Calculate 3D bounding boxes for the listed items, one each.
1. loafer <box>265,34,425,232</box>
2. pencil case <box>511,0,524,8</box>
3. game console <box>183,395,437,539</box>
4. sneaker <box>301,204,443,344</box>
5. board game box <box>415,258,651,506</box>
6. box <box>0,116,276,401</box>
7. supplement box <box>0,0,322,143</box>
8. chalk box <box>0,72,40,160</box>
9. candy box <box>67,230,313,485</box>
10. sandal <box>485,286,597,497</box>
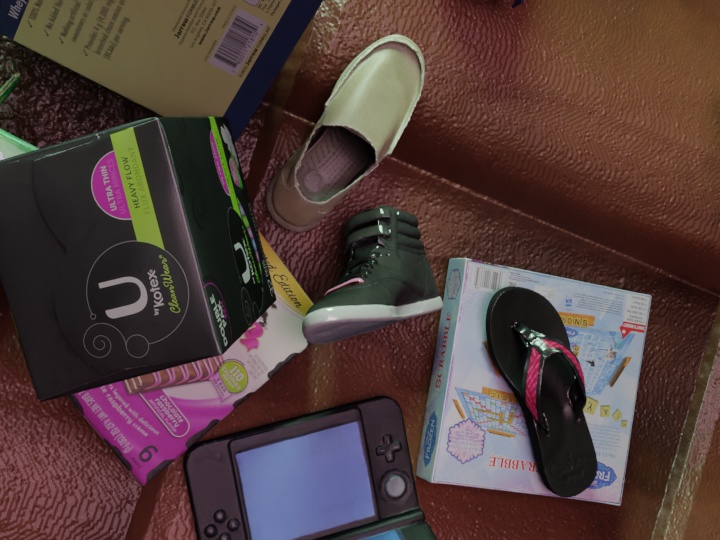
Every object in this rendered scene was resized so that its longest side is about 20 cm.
[{"bbox_3d":[-0.003,-0.118,0.914,0.075,0.068,0.201,36,79,-16],"label":"loafer"},{"bbox_3d":[0.136,-0.344,0.951,0.087,0.087,0.202,17,84,-18],"label":"pencil case"},{"bbox_3d":[-0.028,0.214,0.883,0.198,0.116,0.178,-12,94,-19],"label":"game console"},{"bbox_3d":[0.000,0.000,0.881,0.200,0.070,0.100,-10,82,-62],"label":"sneaker"},{"bbox_3d":[0.161,0.104,0.986,0.198,0.041,0.201,11,86,-19],"label":"board game box"},{"bbox_3d":[-0.146,-0.018,0.717,0.123,0.200,0.150,-14,96,7],"label":"box"},{"bbox_3d":[-0.132,-0.237,0.784,0.199,0.135,0.200,26,127,-17],"label":"supplement box"},{"bbox_3d":[-0.307,-0.058,0.782,0.123,0.124,0.201,25,81,-17],"label":"chalk box"},{"bbox_3d":[-0.143,0.055,0.871,0.200,0.061,0.137,-41,102,-15],"label":"candy box"},{"bbox_3d":[0.170,0.106,0.942,0.075,0.045,0.201,-23,98,-17],"label":"sandal"}]
